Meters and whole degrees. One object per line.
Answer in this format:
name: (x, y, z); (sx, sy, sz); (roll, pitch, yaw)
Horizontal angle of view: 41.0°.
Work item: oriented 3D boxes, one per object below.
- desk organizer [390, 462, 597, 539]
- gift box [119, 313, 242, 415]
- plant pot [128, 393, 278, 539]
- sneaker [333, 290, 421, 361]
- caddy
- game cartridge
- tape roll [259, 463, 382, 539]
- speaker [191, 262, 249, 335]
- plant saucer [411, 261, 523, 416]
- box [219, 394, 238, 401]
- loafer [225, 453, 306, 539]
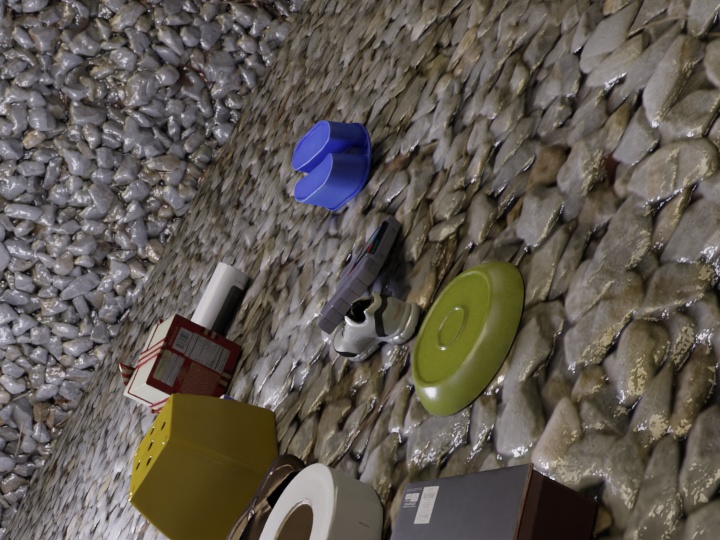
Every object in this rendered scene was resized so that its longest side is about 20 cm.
desk organizer: (0.112, 0.230, 0.859); (0.200, 0.077, 0.072); (-29, 37, 57)
gift box: (-0.377, 0.195, 1.983); (0.186, 0.199, 0.186); (-29, 32, 59)
plant pot: (-0.258, 0.314, 1.536); (0.201, 0.175, 0.200); (-56, 21, 16)
sneaker: (0.005, 0.071, 1.348); (0.200, 0.079, 0.074); (-34, 35, 57)
caddy: (-0.048, -0.198, 1.818); (0.200, 0.104, 0.143); (-32, 57, 54)
game cartridge: (0.000, 0.000, 1.448); (0.130, 0.038, 0.200); (-56, 3, 27)
tape roll: (-0.056, 0.337, 1.151); (0.203, 0.070, 0.203); (-51, 21, 28)
speaker: (-0.325, 0.085, 2.165); (0.201, 0.081, 0.081); (-65, 20, -12)
plant saucer: (0.116, 0.073, 1.134); (0.200, 0.031, 0.201); (-51, 21, 28)
box: (-0.291, 0.315, 1.826); (0.200, 0.041, 0.120); (-41, 28, 51)
loafer: (-0.127, 0.345, 1.314); (0.071, 0.073, 0.201); (-18, 47, 65)
